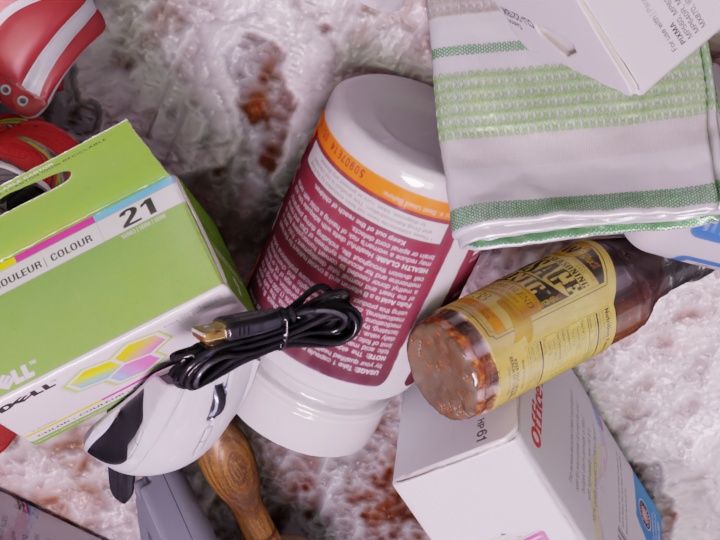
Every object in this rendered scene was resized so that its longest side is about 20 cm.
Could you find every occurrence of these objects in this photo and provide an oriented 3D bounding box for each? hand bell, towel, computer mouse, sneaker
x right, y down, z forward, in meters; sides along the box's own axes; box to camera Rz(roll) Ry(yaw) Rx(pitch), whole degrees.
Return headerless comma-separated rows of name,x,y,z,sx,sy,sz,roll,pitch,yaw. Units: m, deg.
hand bell,-0.061,0.156,1.387,0.104,0.104,0.200,-14,127,8
towel,0.111,-0.116,1.205,0.149,0.031,0.200,-6,79,1
computer mouse,-0.086,0.072,1.259,0.200,0.110,0.044,-41,72,51
sneaker,-0.235,-0.117,1.245,0.200,0.071,0.113,-26,115,12
sneaker,-0.191,-0.048,1.237,0.077,0.085,0.200,-32,161,16

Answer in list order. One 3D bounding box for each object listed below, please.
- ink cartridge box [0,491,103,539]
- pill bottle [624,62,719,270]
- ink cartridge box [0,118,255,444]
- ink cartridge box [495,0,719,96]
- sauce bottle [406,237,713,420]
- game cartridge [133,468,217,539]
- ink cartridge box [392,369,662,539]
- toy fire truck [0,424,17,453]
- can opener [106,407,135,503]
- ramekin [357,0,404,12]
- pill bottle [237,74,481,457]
ink cartridge box,-0.263,0.226,1.414,0.200,0.147,0.146,28,117,-17
pill bottle,0.209,-0.055,1.268,0.200,0.112,0.112,14,121,-10
ink cartridge box,-0.148,0.011,1.192,0.148,0.200,0.076,-27,75,1
ink cartridge box,0.160,-0.191,1.126,0.200,0.144,0.084,-41,116,-5
sauce bottle,0.119,0.019,1.290,0.200,0.066,0.066,-26,129,-32
game cartridge,-0.097,0.225,1.403,0.041,0.133,0.200,-20,138,-18
ink cartridge box,0.103,0.135,1.364,0.085,0.145,0.200,-21,120,19
toy fire truck,-0.245,0.024,1.321,0.168,0.112,0.200,-28,119,-8
can opener,-0.126,0.066,1.369,0.063,0.079,0.200,6,131,-14
ramekin,-0.019,-0.230,1.110,0.098,0.201,0.200,-43,114,15
pill bottle,0.000,0.000,1.298,0.114,0.114,0.200,19,119,-12
